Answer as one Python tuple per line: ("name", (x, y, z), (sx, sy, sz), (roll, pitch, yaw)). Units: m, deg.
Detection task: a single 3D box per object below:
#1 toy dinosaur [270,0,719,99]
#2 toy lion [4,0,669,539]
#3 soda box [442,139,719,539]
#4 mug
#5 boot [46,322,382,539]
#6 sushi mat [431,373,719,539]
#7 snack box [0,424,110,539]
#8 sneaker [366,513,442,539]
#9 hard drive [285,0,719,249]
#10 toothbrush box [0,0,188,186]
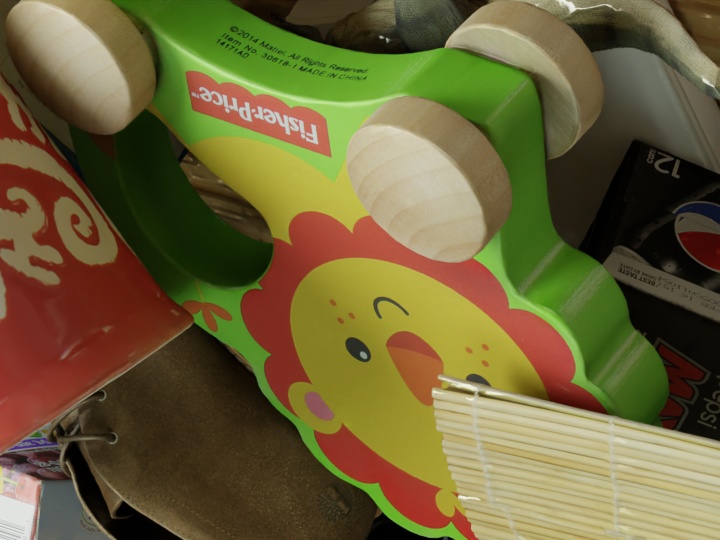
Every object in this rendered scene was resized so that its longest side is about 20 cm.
("toy dinosaur", (0.022, -0.086, 0.759), (0.200, 0.047, 0.088), (-3, 110, 45))
("toy lion", (0.000, 0.000, 0.772), (0.199, 0.069, 0.192), (21, 139, 28))
("soda box", (0.082, 0.054, 0.842), (0.071, 0.063, 0.200), (22, 136, 0))
("mug", (-0.174, -0.020, 0.749), (0.200, 0.177, 0.133), (57, 155, -2))
("boot", (-0.083, 0.038, 0.847), (0.200, 0.076, 0.074), (35, 149, 2))
("sushi mat", (0.117, 0.080, 0.713), (0.199, 0.012, 0.096), (12, 144, 27))
("snack box", (-0.144, 0.084, 0.996), (0.199, 0.068, 0.168), (12, -175, 35))
("sneaker", (-0.032, 0.121, 1.062), (0.199, 0.071, 0.099), (19, 141, 6))
("hard drive", (0.073, -0.017, 0.855), (0.131, 0.026, 0.200), (-2, 132, 37))
("toothbrush box", (-0.160, -0.060, 0.920), (0.146, 0.085, 0.200), (41, 142, -14))
